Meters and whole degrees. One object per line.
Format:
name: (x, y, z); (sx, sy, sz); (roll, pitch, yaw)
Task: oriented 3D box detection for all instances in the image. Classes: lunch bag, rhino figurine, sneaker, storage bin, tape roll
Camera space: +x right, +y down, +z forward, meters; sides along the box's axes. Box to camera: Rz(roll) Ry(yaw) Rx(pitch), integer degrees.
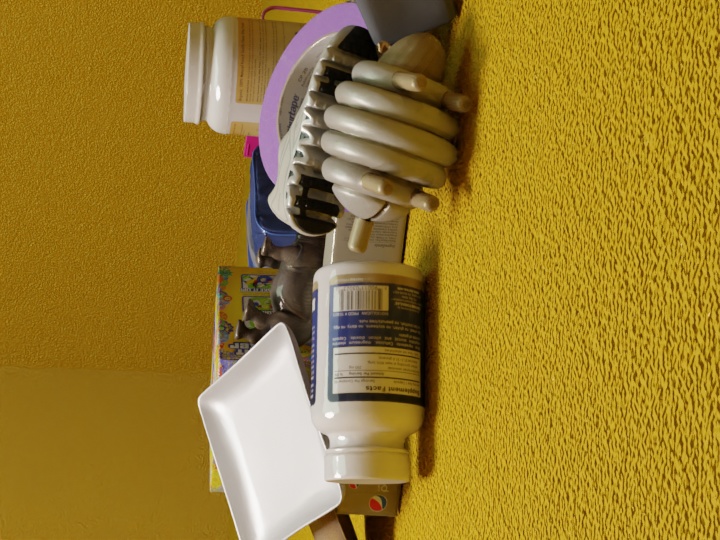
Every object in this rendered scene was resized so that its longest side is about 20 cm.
lunch bag: (-0.090, -0.067, 1.750); (0.133, 0.134, 0.202); (103, 166, -51)
rhino figurine: (-0.074, -0.007, 1.413); (0.060, 0.086, 0.202); (168, 119, -77)
sneaker: (-0.039, -0.136, 1.182); (0.081, 0.075, 0.202); (19, 90, 59)
storage bin: (0.032, -0.311, 1.165); (0.201, 0.144, 0.135); (-101, -10, -54)
tape roll: (-0.017, -0.165, 1.268); (0.199, 0.065, 0.203); (-22, 60, 42)

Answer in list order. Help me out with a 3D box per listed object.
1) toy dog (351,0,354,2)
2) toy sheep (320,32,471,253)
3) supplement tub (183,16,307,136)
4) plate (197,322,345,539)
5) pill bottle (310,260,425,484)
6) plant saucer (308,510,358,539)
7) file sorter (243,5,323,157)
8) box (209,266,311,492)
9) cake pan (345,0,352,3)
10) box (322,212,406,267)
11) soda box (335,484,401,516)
toy dog: (-0.010, -0.401, 1.455); (0.200, 0.095, 0.133); (148, 139, -76)
toy sheep: (0.026, -0.113, 1.103); (0.138, 0.137, 0.202); (-148, 80, -79)
supplement tub: (-0.120, -0.240, 1.561); (0.144, 0.197, 0.146); (-177, 90, -80)
plate: (-0.091, 0.185, 1.328); (0.200, 0.032, 0.201); (-42, 60, 43)
pill bottle: (0.007, 0.099, 1.192); (0.111, 0.110, 0.203); (130, 142, -74)
plant saucer: (-0.039, 0.267, 1.390); (0.200, 0.035, 0.202); (158, 91, -89)
file sorter: (-0.090, -0.268, 1.804); (0.201, 0.137, 0.127); (108, 164, -56)
box: (-0.120, 0.132, 1.526); (0.193, 0.120, 0.202); (-102, 17, -57)
cake pan: (-0.006, -0.255, 1.598); (0.200, 0.036, 0.203); (-177, 90, -80)
box: (0.000, 0.000, 1.360); (0.068, 0.081, 0.202); (-113, 29, -67)
soda box: (-0.004, 0.190, 1.361); (0.200, 0.067, 0.065); (-115, 30, -70)
